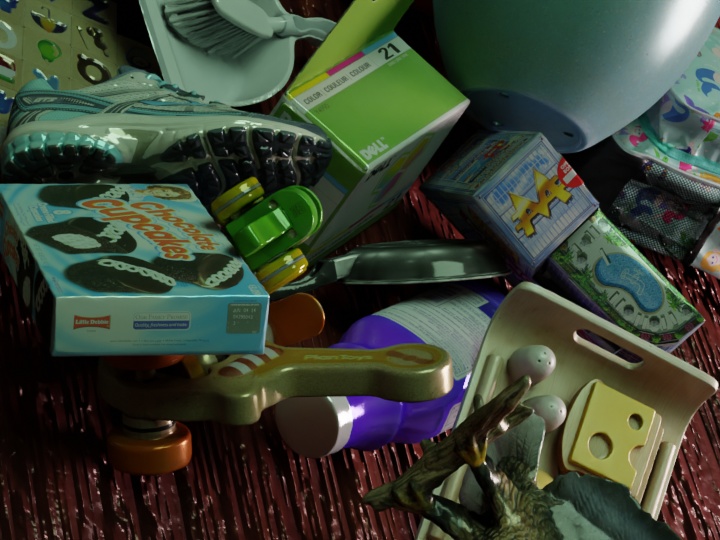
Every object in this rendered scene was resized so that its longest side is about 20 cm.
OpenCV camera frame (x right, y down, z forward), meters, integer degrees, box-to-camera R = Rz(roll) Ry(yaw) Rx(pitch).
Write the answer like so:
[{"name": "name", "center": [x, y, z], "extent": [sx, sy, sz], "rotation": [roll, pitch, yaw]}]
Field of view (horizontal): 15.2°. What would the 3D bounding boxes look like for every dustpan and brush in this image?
[{"name": "dustpan and brush", "center": [-0.071, -0.163, 1.793], "extent": [0.200, 0.057, 0.140], "rotation": [15, 53, -62]}]

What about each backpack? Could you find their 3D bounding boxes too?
[{"name": "backpack", "center": [0.240, -0.086, 1.923], "extent": [0.199, 0.151, 0.178], "rotation": [27, 32, -24]}]

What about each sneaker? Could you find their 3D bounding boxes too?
[{"name": "sneaker", "center": [-0.115, -0.087, 1.610], "extent": [0.199, 0.078, 0.087], "rotation": [1, 49, -12]}]

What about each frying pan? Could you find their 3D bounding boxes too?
[{"name": "frying pan", "center": [0.000, -0.001, 1.682], "extent": [0.189, 0.031, 0.115], "rotation": [-2, 3, -3]}]

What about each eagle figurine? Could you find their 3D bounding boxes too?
[{"name": "eagle figurine", "center": [0.096, 0.173, 1.449], "extent": [0.151, 0.152, 0.200], "rotation": [-41, 92, -17]}]

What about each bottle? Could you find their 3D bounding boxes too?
[{"name": "bottle", "center": [0.026, 0.063, 1.622], "extent": [0.083, 0.066, 0.200], "rotation": [36, 32, 22]}]

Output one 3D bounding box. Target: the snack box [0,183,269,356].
[{"name": "snack box", "center": [-0.130, -0.003, 1.487], "extent": [0.115, 0.037, 0.200], "rotation": [0, 19, -17]}]

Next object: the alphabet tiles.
[{"name": "alphabet tiles", "center": [-0.198, -0.125, 1.693], "extent": [0.166, 0.006, 0.201], "rotation": [21, 38, -23]}]

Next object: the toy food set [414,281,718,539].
[{"name": "toy food set", "center": [0.123, 0.125, 1.581], "extent": [0.143, 0.060, 0.201], "rotation": [26, 69, -15]}]

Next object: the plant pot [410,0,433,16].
[{"name": "plant pot", "center": [0.105, -0.257, 1.970], "extent": [0.177, 0.200, 0.201], "rotation": [29, 34, -26]}]

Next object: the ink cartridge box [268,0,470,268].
[{"name": "ink cartridge box", "center": [0.012, -0.108, 1.690], "extent": [0.076, 0.200, 0.148], "rotation": [43, 35, 8]}]

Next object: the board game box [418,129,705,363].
[{"name": "board game box", "center": [0.125, -0.016, 1.711], "extent": [0.200, 0.062, 0.200], "rotation": [46, -3, 6]}]

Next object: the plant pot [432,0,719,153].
[{"name": "plant pot", "center": [0.129, -0.158, 1.780], "extent": [0.199, 0.200, 0.135], "rotation": [26, 73, -16]}]

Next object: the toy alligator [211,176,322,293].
[{"name": "toy alligator", "center": [-0.049, -0.024, 1.552], "extent": [0.059, 0.054, 0.200], "rotation": [58, -4, 1]}]

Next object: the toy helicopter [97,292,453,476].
[{"name": "toy helicopter", "center": [-0.047, 0.055, 1.505], "extent": [0.199, 0.079, 0.132], "rotation": [0, 18, 6]}]
